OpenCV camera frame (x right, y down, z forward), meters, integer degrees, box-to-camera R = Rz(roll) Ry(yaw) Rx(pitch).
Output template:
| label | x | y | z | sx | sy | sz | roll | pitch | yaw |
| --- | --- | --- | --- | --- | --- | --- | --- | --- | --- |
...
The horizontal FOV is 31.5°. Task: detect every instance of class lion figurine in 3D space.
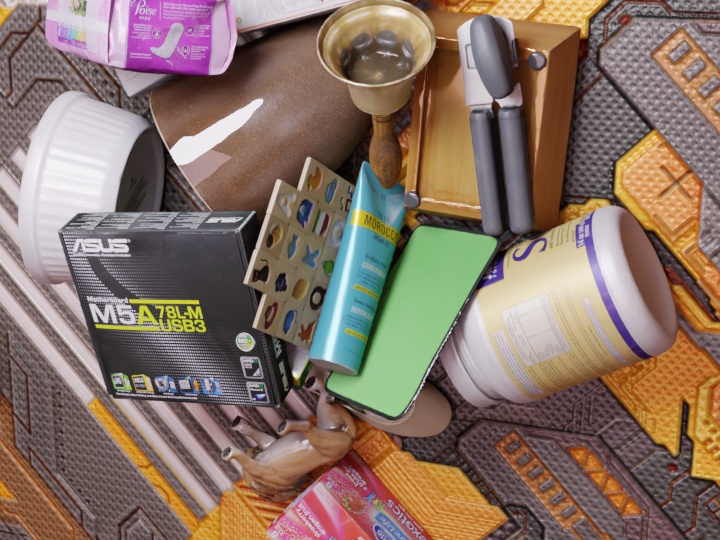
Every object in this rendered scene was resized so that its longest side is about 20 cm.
| label | x | y | z | sx | sy | sz | roll | pitch | yaw |
| --- | --- | --- | --- | --- | --- | --- | --- | --- | --- |
| lion figurine | -0.063 | 0.188 | 1.355 | 0.199 | 0.073 | 0.122 | -24 | 131 | 38 |

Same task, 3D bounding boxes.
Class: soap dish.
| label | x | y | z | sx | sy | sz | roll | pitch | yaw |
| --- | --- | --- | --- | --- | --- | --- | --- | --- | --- |
| soap dish | 0.118 | -0.138 | 1.219 | 0.156 | 0.081 | 0.202 | 11 | 109 | 19 |

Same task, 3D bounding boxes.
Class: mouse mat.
| label | x | y | z | sx | sy | sz | roll | pitch | yaw |
| --- | --- | --- | --- | --- | --- | --- | --- | --- | --- |
| mouse mat | 0.047 | 0.044 | 1.230 | 0.008 | 0.161 | 0.201 | 34 | 80 | -27 |

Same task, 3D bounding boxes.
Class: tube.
| label | x | y | z | sx | sy | sz | roll | pitch | yaw |
| --- | --- | --- | --- | --- | --- | --- | --- | --- | --- |
| tube | 0.000 | 0.000 | 1.257 | 0.050 | 0.077 | 0.202 | 5 | 73 | 38 |

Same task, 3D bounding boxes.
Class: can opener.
| label | x | y | z | sx | sy | sz | roll | pitch | yaw |
| --- | --- | --- | --- | --- | --- | --- | --- | --- | --- |
| can opener | 0.117 | -0.127 | 1.139 | 0.053 | 0.067 | 0.202 | -3 | 104 | 23 |

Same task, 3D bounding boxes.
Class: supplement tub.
| label | x | y | z | sx | sy | sz | roll | pitch | yaw |
| --- | --- | --- | --- | --- | --- | --- | --- | --- | --- |
| supplement tub | 0.181 | 0.039 | 1.206 | 0.199 | 0.145 | 0.146 | -24 | 95 | 25 |

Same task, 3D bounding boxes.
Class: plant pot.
| label | x | y | z | sx | sy | sz | roll | pitch | yaw |
| --- | --- | --- | --- | --- | --- | --- | --- | --- | --- |
| plant pot | -0.071 | -0.157 | 1.252 | 0.199 | 0.187 | 0.188 | -34 | 90 | 11 |

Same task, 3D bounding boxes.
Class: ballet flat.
| label | x | y | z | sx | sy | sz | roll | pitch | yaw |
| --- | --- | --- | --- | --- | --- | --- | --- | --- | --- |
| ballet flat | -0.002 | 0.124 | 1.343 | 0.199 | 0.069 | 0.070 | 21 | 111 | 15 |

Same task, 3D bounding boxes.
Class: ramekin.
| label | x | y | z | sx | sy | sz | roll | pitch | yaw |
| --- | --- | --- | --- | --- | --- | --- | --- | --- | --- |
| ramekin | -0.273 | -0.080 | 1.335 | 0.093 | 0.202 | 0.204 | 10 | 108 | 8 |

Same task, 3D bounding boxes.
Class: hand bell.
| label | x | y | z | sx | sy | sz | roll | pitch | yaw |
| --- | --- | --- | --- | --- | --- | --- | --- | --- | --- |
| hand bell | 0.020 | -0.141 | 1.177 | 0.103 | 0.105 | 0.201 | 18 | 148 | 16 |

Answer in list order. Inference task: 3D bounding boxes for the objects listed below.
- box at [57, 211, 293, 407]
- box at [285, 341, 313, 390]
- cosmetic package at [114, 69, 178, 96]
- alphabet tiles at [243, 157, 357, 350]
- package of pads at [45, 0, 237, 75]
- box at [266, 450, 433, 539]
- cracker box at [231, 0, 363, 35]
| label | x | y | z | sx | sy | sz | roll | pitch | yaw |
| --- | --- | --- | --- | --- | --- | --- | --- | --- | --- |
| box | -0.176 | 0.037 | 1.235 | 0.198 | 0.048 | 0.195 | 2 | 121 | 21 |
| box | -0.127 | 0.028 | 1.308 | 0.199 | 0.048 | 0.118 | 25 | 71 | 7 |
| cosmetic package | -0.231 | -0.294 | 1.322 | 0.101 | 0.071 | 0.201 | -23 | 95 | 25 |
| alphabet tiles | -0.042 | -0.010 | 1.234 | 0.006 | 0.200 | 0.168 | 13 | 82 | 32 |
| package of pads | -0.205 | -0.225 | 1.175 | 0.200 | 0.120 | 0.076 | 25 | 113 | 58 |
| box | 0.009 | 0.310 | 1.376 | 0.200 | 0.095 | 0.100 | 48 | 116 | 4 |
| cracker box | -0.040 | -0.273 | 1.216 | 0.198 | 0.134 | 0.058 | -9 | 101 | 23 |
